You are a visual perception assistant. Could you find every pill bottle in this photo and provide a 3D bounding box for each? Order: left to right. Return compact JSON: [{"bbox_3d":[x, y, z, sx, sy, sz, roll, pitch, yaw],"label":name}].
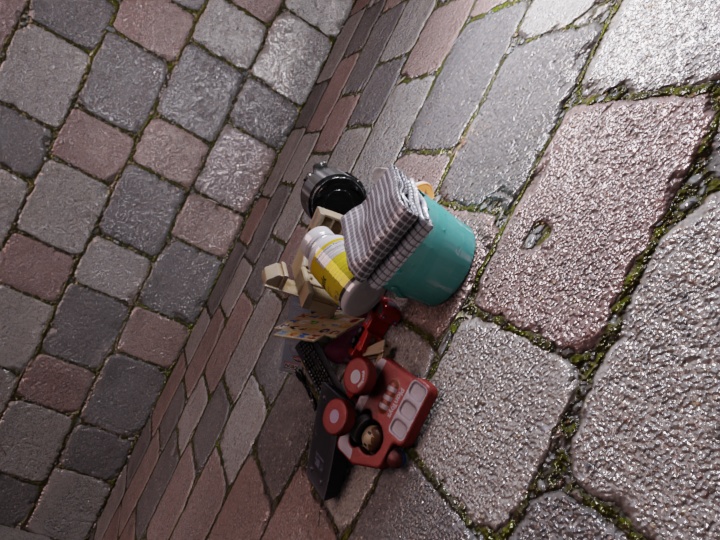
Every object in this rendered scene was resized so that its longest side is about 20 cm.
[{"bbox_3d":[-0.043,-0.005,1.260,0.200,0.111,0.112,47,112,34],"label":"pill bottle"}]

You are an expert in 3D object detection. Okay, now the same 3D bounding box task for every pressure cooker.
[{"bbox_3d":[-0.087,-0.213,1.729,0.177,0.178,0.200,-63,23,8],"label":"pressure cooker"}]

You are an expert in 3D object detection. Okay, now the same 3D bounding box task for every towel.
[{"bbox_3d":[0.041,-0.085,1.066,0.166,0.085,0.201,-52,25,24],"label":"towel"}]

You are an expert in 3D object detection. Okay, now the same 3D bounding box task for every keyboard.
[{"bbox_3d":[-0.092,0.247,1.286,0.127,0.021,0.201,-49,63,41],"label":"keyboard"}]

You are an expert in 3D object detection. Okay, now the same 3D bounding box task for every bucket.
[{"bbox_3d":[0.114,-0.038,1.142,0.207,0.134,0.208,-47,26,33],"label":"bucket"}]

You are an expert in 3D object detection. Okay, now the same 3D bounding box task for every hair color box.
[{"bbox_3d":[-0.155,0.153,1.515,0.099,0.060,0.202,-65,-15,-76],"label":"hair color box"}]

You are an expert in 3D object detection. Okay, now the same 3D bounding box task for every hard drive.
[{"bbox_3d":[-0.060,0.339,1.184,0.135,0.042,0.202,-165,85,-68],"label":"hard drive"}]

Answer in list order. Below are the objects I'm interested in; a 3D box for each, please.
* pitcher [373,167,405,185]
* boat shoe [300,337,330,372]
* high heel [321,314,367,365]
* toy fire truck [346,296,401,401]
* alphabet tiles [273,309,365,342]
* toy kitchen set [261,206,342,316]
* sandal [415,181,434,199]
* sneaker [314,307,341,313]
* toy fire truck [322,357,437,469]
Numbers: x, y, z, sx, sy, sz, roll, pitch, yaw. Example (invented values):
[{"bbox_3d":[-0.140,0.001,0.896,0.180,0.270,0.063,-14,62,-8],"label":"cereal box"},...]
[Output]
[{"bbox_3d":[0.062,-0.108,1.351,0.120,0.172,0.202,6,73,27],"label":"pitcher"},{"bbox_3d":[-0.107,0.208,1.397,0.201,0.071,0.077,99,167,-54],"label":"boat shoe"},{"bbox_3d":[-0.042,0.130,1.356,0.067,0.095,0.201,-43,30,41],"label":"high heel"},{"bbox_3d":[0.029,0.163,1.228,0.201,0.049,0.141,-60,23,7],"label":"toy fire truck"},{"bbox_3d":[-0.093,0.120,1.325,0.199,0.166,0.006,1,108,41],"label":"alphabet tiles"},{"bbox_3d":[-0.122,-0.034,1.372,0.181,0.162,0.200,-63,25,21],"label":"toy kitchen set"},{"bbox_3d":[0.110,-0.146,1.266,0.059,0.080,0.206,-7,23,46],"label":"sandal"},{"bbox_3d":[-0.064,0.081,1.491,0.072,0.082,0.201,122,167,-61],"label":"sneaker"},{"bbox_3d":[0.037,0.259,1.047,0.168,0.112,0.201,30,95,49],"label":"toy fire truck"}]
